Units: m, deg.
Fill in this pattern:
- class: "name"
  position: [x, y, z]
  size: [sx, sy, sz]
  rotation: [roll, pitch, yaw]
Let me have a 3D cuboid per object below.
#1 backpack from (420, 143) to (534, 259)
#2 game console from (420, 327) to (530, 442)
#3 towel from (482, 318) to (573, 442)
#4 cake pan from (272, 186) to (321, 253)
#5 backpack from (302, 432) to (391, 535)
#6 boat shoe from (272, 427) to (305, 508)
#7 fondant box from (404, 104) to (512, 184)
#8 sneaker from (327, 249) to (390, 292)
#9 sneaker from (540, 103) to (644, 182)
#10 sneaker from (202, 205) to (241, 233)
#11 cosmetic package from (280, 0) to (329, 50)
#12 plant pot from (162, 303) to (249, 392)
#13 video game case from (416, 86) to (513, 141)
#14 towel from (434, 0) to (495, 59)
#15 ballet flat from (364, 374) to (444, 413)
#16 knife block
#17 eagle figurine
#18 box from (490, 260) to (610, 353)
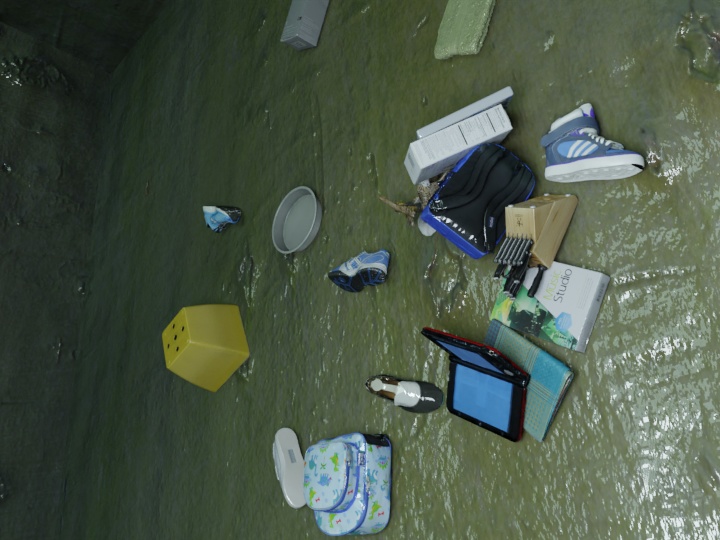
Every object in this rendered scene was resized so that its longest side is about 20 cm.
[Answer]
- class: "backpack"
  position: [0.231, -0.147, 1.304]
  size: [0.200, 0.162, 0.168]
  rotation: [-53, 5, -5]
- class: "game console"
  position: [0.202, 0.208, 1.215]
  size: [0.200, 0.172, 0.119]
  rotation: [13, 70, 54]
- class: "towel"
  position: [0.290, 0.196, 1.203]
  size: [0.200, 0.022, 0.147]
  rotation: [39, 117, 49]
- class: "cake pan"
  position: [-0.179, -0.140, 1.867]
  size: [0.200, 0.037, 0.201]
  rotation: [-21, 60, 42]
- class: "backpack"
  position: [-0.032, 0.454, 1.384]
  size: [0.183, 0.147, 0.201]
  rotation: [-23, 61, 43]
- class: "boat shoe"
  position: [-0.177, 0.488, 1.596]
  size: [0.200, 0.072, 0.069]
  rotation: [65, 144, 32]
- class: "fondant box"
  position: [0.194, -0.254, 1.335]
  size: [0.200, 0.144, 0.058]
  rotation: [-23, 85, -3]
- class: "sneaker"
  position: [0.000, 0.000, 1.600]
  size: [0.200, 0.076, 0.077]
  rotation: [-10, 45, 45]
- class: "sneaker"
  position: [0.428, -0.245, 1.201]
  size: [0.200, 0.080, 0.147]
  rotation: [1, 80, 54]
- class: "sneaker"
  position: [-0.459, -0.169, 2.181]
  size: [0.200, 0.078, 0.090]
  rotation: [11, 102, 53]
- class: "cosmetic package"
  position: [-0.173, -0.820, 2.096]
  size: [0.107, 0.090, 0.201]
  rotation: [7, 84, 52]
- class: "plant pot"
  position: [-0.474, 0.215, 1.947]
  size: [0.200, 0.176, 0.200]
  rotation: [-45, 46, 26]
- class: "video game case"
  position: [0.210, -0.304, 1.350]
  size: [0.200, 0.182, 0.022]
  rotation: [-24, 87, 5]
- class: "towel"
  position: [0.257, -0.607, 1.571]
  size: [0.148, 0.036, 0.201]
  rotation: [11, 82, 49]
- class: "ballet flat"
  position: [0.083, 0.261, 1.391]
  size: [0.200, 0.068, 0.068]
  rotation: [0, 75, 48]
- class: "knife block"
  position: [0.327, -0.042, 1.214]
  size: [0.064, 0.200, 0.176]
  rotation: [11, 113, 47]
- class: "eagle figurine"
  position: [0.164, -0.191, 1.464]
  size: [0.200, 0.151, 0.152]
  rotation: [-43, 84, -13]
- class: "box"
  position: [0.345, 0.054, 1.209]
  size: [0.200, 0.036, 0.145]
  rotation: [18, 89, 52]
